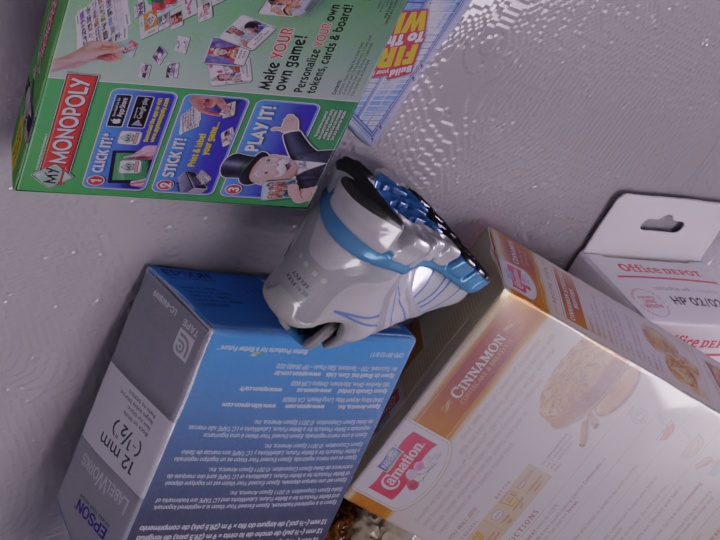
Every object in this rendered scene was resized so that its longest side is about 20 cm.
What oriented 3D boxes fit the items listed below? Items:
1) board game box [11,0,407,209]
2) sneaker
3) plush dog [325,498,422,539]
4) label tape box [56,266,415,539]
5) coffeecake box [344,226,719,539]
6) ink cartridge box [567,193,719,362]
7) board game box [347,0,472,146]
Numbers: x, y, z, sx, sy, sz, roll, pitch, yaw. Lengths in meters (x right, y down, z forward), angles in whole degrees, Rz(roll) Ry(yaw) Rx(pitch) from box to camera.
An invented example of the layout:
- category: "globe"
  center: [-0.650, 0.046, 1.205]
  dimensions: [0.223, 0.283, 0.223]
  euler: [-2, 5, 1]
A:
- category: "board game box"
  center: [-0.059, -0.094, 0.867]
  dimensions: [0.134, 0.029, 0.200]
  euler: [4, 147, -18]
- category: "sneaker"
  center: [0.000, 0.000, 1.043]
  dimensions: [0.087, 0.075, 0.200]
  euler: [-47, 164, 8]
- category: "plush dog"
  center: [-0.017, 0.207, 1.236]
  dimensions: [0.200, 0.160, 0.172]
  euler: [36, 77, -54]
- category: "label tape box"
  center: [-0.075, 0.102, 1.098]
  dimensions: [0.143, 0.066, 0.201]
  euler: [4, 118, -45]
- category: "coffeecake box"
  center: [0.110, 0.094, 1.188]
  dimensions: [0.199, 0.073, 0.154]
  euler: [30, 113, -19]
- category: "ink cartridge box"
  center: [0.157, 0.056, 1.277]
  dimensions: [0.115, 0.068, 0.201]
  euler: [3, 126, -43]
- category: "board game box"
  center: [-0.012, -0.149, 0.912]
  dimensions: [0.199, 0.062, 0.201]
  euler: [-4, 130, -40]
